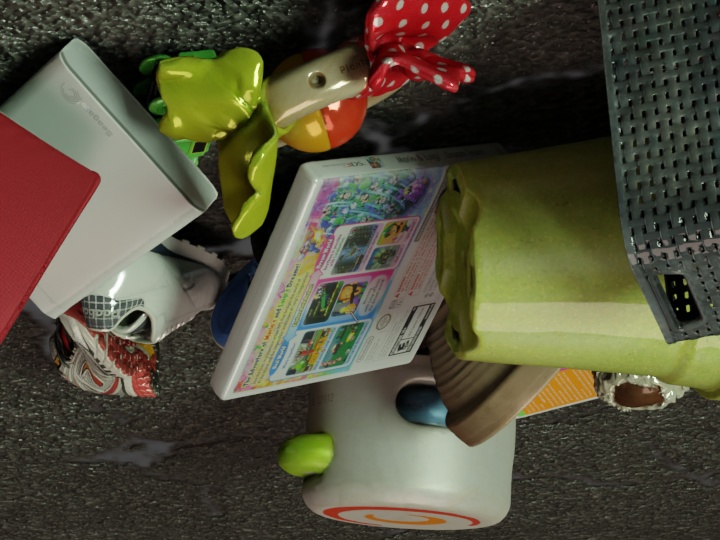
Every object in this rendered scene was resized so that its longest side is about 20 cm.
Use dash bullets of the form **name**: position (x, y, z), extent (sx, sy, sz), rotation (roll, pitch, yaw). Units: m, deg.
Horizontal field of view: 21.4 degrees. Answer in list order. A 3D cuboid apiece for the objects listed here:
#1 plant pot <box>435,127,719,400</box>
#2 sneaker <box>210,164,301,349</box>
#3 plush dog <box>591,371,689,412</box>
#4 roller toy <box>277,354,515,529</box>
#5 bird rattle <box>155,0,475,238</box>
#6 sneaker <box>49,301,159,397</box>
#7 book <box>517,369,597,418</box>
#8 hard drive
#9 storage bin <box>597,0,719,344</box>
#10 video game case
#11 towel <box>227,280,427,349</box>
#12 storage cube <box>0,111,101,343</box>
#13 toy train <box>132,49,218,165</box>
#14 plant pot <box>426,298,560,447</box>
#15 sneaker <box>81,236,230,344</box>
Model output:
- **plant pot**: position (0.149, -0.009, 1.276), extent (0.182, 0.202, 0.201), rotation (-3, 158, -9)
- **sneaker**: position (-0.060, -0.009, 1.384), extent (0.199, 0.077, 0.111), rotation (-32, 151, 29)
- **plush dog**: position (0.254, 0.027, 1.508), extent (0.198, 0.162, 0.172), rotation (-3, 178, -18)
- **roller toy**: position (0.044, 0.144, 1.638), extent (0.181, 0.141, 0.200), rotation (-3, 164, 26)
- **bird rattle**: position (-0.024, -0.116, 1.160), extent (0.199, 0.113, 0.163), rotation (-33, -179, -3)
- **sneaker**: position (-0.218, 0.062, 1.547), extent (0.081, 0.079, 0.200), rotation (-5, 157, 4)
- **book**: position (0.192, 0.075, 1.700), extent (0.198, 0.048, 0.134), rotation (-13, 154, 17)
- **hard drive**: position (-0.193, -0.054, 1.245), extent (0.132, 0.026, 0.200), rotation (48, 139, -10)
- **storage bin**: position (0.205, -0.074, 1.124), extent (0.093, 0.202, 0.135), rotation (-12, 148, 16)
- **video game case**: position (0.000, 0.000, 1.337), extent (0.181, 0.024, 0.201), rotation (-9, 136, -39)
- **towel**: position (0.011, 0.029, 1.571), extent (0.190, 0.033, 0.200), rotation (-16, 154, 26)
- **storage cube**: position (-0.289, -0.005, 1.169), extent (0.170, 0.181, 0.200), rotation (33, 147, -8)
- **toy train**: position (-0.128, -0.086, 1.262), extent (0.056, 0.042, 0.200), rotation (-9, 159, -18)
- **plant pot**: position (0.112, 0.029, 1.453), extent (0.093, 0.201, 0.201), rotation (39, 148, -3)
- **sneaker**: position (-0.156, 0.016, 1.411), extent (0.076, 0.081, 0.200), rotation (-2, 171, 20)
